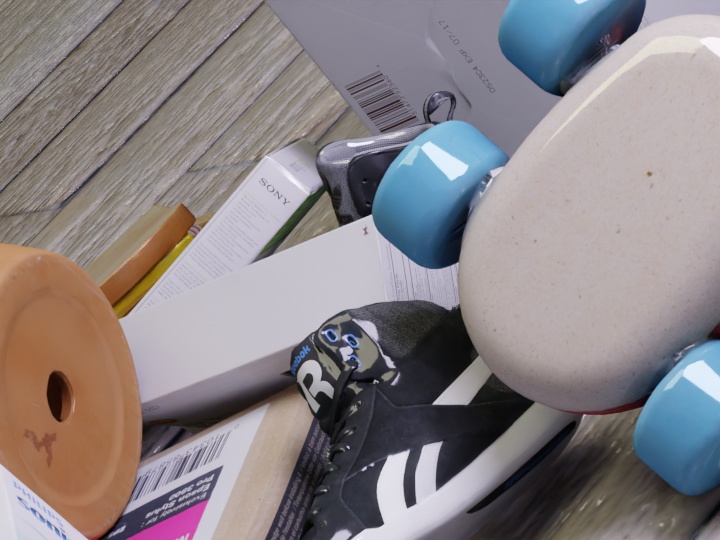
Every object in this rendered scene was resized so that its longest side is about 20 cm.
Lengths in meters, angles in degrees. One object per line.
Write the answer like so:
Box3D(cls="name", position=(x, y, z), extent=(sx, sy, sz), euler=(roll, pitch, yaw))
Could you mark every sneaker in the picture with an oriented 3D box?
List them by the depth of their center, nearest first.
Box3D(cls="sneaker", position=(-0.006, 0.083, 1.254), extent=(0.200, 0.112, 0.073), euler=(-34, -23, -40))
Box3D(cls="sneaker", position=(0.000, 0.000, 1.480), extent=(0.200, 0.114, 0.075), euler=(-44, 19, -11))

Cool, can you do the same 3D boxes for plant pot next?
Box3D(cls="plant pot", position=(-0.195, 0.069, 1.375), extent=(0.140, 0.200, 0.200), euler=(-10, 30, 26))

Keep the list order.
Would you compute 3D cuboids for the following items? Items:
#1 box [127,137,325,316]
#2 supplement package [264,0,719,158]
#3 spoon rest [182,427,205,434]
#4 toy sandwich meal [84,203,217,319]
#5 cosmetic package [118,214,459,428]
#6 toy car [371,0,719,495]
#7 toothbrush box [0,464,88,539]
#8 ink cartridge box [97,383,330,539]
Box3D(cls="box", position=(-0.093, 0.014, 1.626), extent=(0.200, 0.036, 0.144), euler=(-48, 0, 9))
Box3D(cls="supplement package", position=(0.084, -0.162, 1.573), extent=(0.147, 0.191, 0.200), euler=(-21, 25, 41))
Box3D(cls="spoon rest", position=(-0.046, 0.040, 1.590), extent=(0.099, 0.061, 0.200), euler=(-26, 9, 32))
Box3D(cls="toy sandwich meal", position=(-0.152, 0.014, 1.799), extent=(0.205, 0.070, 0.205), euler=(-34, 19, 14))
Box3D(cls="cosmetic package", position=(-0.033, 0.029, 1.395), extent=(0.200, 0.083, 0.051), euler=(-22, 68, 41))
Box3D(cls="toy car", position=(0.144, -0.017, 1.253), extent=(0.177, 0.184, 0.200), euler=(-54, -24, 13))
Box3D(cls="toothbrush box", position=(-0.164, 0.196, 1.213), extent=(0.146, 0.085, 0.200), euler=(-41, 30, 8))
Box3D(cls="ink cartridge box", position=(-0.092, 0.154, 1.364), extent=(0.200, 0.075, 0.165), euler=(-28, 21, 27))
